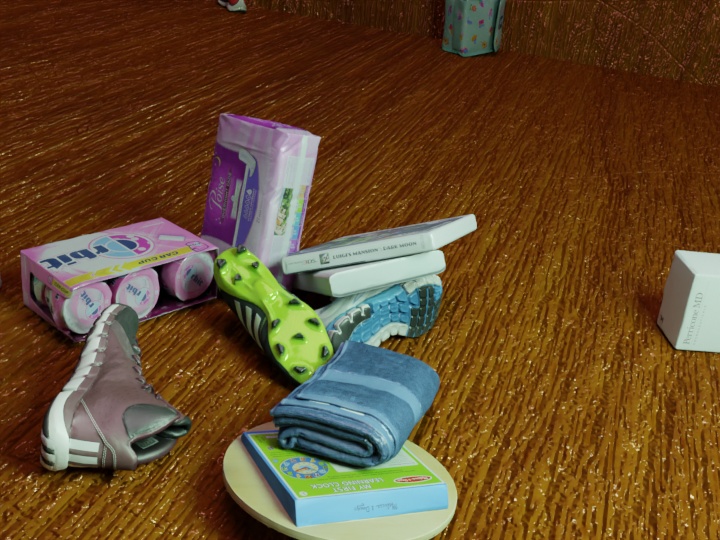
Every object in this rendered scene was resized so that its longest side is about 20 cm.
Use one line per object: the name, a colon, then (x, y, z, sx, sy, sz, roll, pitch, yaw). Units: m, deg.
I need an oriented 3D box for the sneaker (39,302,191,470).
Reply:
sneaker: (-0.202, 0.112, 0.826, 0.113, 0.077, 0.201, 12, 35, -2)

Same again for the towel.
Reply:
towel: (0.003, 0.115, 0.828, 0.109, 0.050, 0.200, 11, 12, 15)

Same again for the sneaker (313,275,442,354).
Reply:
sneaker: (0.013, 0.040, 1.029, 0.086, 0.077, 0.198, 18, 24, 41)

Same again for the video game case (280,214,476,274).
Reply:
video game case: (0.027, -0.033, 1.064, 0.178, 0.024, 0.200, -10, 6, 21)

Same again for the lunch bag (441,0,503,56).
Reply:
lunch bag: (0.340, -0.713, 2.626, 0.197, 0.174, 0.121, -14, 30, -33)

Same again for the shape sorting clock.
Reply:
shape sorting clock: (-0.017, 0.174, 0.762, 0.195, 0.040, 0.200, 8, 13, -2)

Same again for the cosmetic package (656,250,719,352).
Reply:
cosmetic package: (0.473, 0.042, 1.108, 0.195, 0.103, 0.072, 4, 25, -5)

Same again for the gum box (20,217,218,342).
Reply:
gum box: (-0.271, 0.007, 1.024, 0.112, 0.067, 0.198, 25, 30, 38)

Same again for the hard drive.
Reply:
hard drive: (0.000, 0.000, 1.048, 0.129, 0.027, 0.200, -13, 5, -17)

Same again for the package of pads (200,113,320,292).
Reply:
package of pads: (-0.123, -0.074, 1.071, 0.119, 0.204, 0.075, 20, 14, 35)

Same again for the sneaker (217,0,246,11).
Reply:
sneaker: (-0.395, -0.866, 2.864, 0.076, 0.087, 0.200, -4, 27, -25)

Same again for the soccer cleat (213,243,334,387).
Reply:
soccer cleat: (-0.089, 0.057, 0.970, 0.067, 0.082, 0.200, -30, 60, -20)
